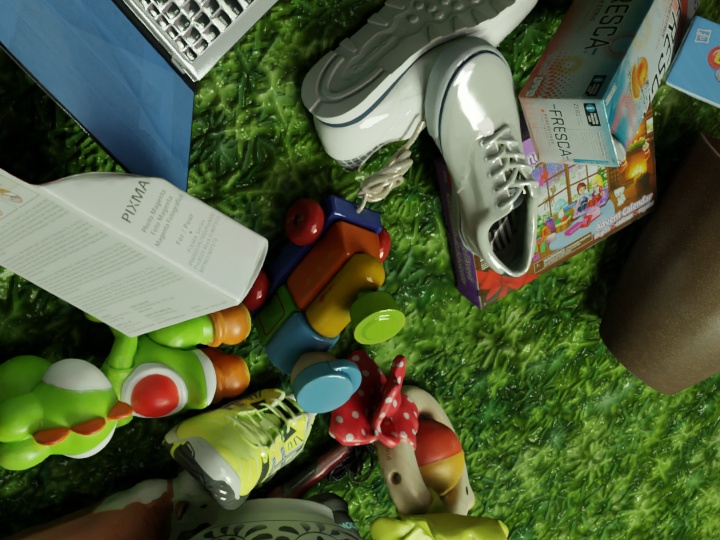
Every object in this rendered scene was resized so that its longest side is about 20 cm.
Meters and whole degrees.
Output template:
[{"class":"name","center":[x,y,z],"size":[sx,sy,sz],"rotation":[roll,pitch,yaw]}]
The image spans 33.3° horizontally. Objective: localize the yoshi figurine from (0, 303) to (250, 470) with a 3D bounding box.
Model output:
[{"class":"yoshi figurine","center":[-0.178,0.073,0.834],"size":[0.199,0.113,0.112],"rotation":[-22,169,-41]}]

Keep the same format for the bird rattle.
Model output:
[{"class":"bird rattle","center":[0.039,0.159,1.005],"size":[0.112,0.201,0.163],"rotation":[-30,173,20]}]

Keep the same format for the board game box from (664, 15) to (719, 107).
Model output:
[{"class":"board game box","center":[0.360,-0.130,0.964],"size":[0.196,0.199,0.056],"rotation":[-9,125,-67]}]

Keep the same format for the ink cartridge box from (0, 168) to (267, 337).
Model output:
[{"class":"ink cartridge box","center":[-0.176,-0.032,0.703],"size":[0.200,0.162,0.057],"rotation":[35,64,-23]}]

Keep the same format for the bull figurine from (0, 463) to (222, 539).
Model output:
[{"class":"bull figurine","center":[-0.195,0.219,0.905],"size":[0.199,0.065,0.122],"rotation":[-11,119,-33]}]

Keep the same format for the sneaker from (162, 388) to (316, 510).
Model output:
[{"class":"sneaker","center":[-0.083,0.117,0.872],"size":[0.076,0.075,0.200],"rotation":[-45,176,5]}]

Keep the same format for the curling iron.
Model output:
[{"class":"curling iron","center":[-0.067,0.205,1.017],"size":[0.200,0.026,0.050],"rotation":[-36,128,-13]}]

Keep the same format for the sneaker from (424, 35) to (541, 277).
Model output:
[{"class":"sneaker","center":[0.100,-0.078,0.872],"size":[0.073,0.071,0.201],"rotation":[-33,138,-13]}]

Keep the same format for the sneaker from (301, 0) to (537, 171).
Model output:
[{"class":"sneaker","center":[0.049,-0.154,0.869],"size":[0.200,0.076,0.081],"rotation":[-35,140,-5]}]

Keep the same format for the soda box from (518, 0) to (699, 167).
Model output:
[{"class":"soda box","center":[0.190,-0.167,0.901],"size":[0.200,0.068,0.064],"rotation":[-58,139,-32]}]

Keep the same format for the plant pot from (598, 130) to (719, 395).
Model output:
[{"class":"plant pot","center":[0.315,0.010,1.095],"size":[0.186,0.187,0.200],"rotation":[19,118,-41]}]

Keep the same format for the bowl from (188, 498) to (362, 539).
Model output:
[{"class":"bowl","center":[-0.062,0.225,0.891],"size":[0.199,0.095,0.201],"rotation":[-1,155,0]}]

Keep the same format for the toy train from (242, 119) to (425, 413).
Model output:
[{"class":"toy train","center":[0.000,0.000,0.854],"size":[0.084,0.116,0.200],"rotation":[17,125,-41]}]

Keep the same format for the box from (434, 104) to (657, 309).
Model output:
[{"class":"box","center":[0.161,-0.071,1.010],"size":[0.199,0.039,0.137],"rotation":[-29,128,-19]}]

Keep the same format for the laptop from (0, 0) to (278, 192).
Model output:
[{"class":"laptop","center":[-0.111,-0.173,0.704],"size":[0.200,0.116,0.187],"rotation":[-45,133,-5]}]

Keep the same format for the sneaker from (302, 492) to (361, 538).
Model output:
[{"class":"sneaker","center":[-0.078,0.272,0.995],"size":[0.200,0.079,0.075],"rotation":[-43,149,9]}]
